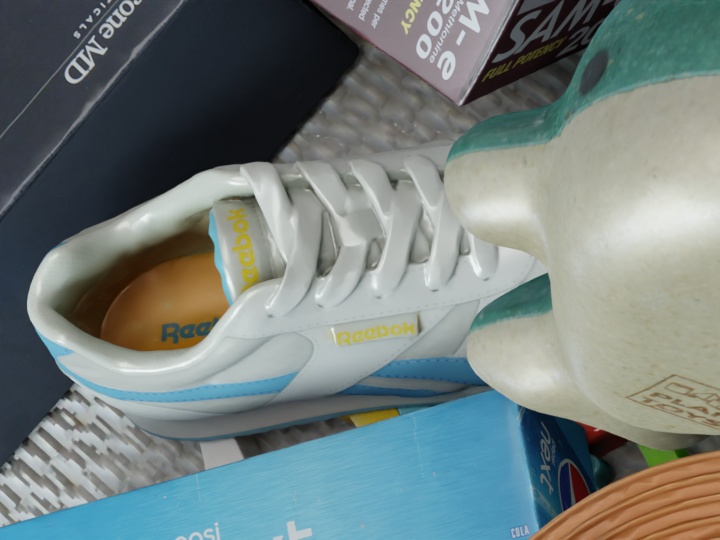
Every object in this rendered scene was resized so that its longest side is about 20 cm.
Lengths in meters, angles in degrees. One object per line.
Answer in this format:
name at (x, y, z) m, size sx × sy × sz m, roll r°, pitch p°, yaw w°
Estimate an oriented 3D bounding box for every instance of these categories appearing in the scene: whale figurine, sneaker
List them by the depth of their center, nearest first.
whale figurine at (0.097, -0.016, 0.709) m, size 0.159 × 0.200 × 0.104 m, roll 17°, pitch 67°, yaw -12°
sneaker at (0.000, 0.000, 0.837) m, size 0.199 × 0.081 × 0.077 m, roll -19°, pitch 67°, yaw 17°

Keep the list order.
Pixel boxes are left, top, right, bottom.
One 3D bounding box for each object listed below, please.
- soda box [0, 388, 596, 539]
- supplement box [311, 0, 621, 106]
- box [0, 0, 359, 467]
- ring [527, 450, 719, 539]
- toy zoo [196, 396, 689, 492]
soda box at (-0.029, 0.095, 0.833) m, size 0.199 × 0.064 × 0.068 m, roll -16°, pitch 70°, yaw 19°
supplement box at (-0.010, -0.138, 0.862) m, size 0.200 × 0.109 × 0.061 m, roll 37°, pitch 121°, yaw 17°
box at (-0.139, -0.064, 0.924) m, size 0.200 × 0.104 × 0.182 m, roll -48°, pitch 63°, yaw 5°
ring at (0.097, 0.140, 0.696) m, size 0.200 × 0.019 × 0.201 m, roll -6°, pitch 74°, yaw 23°
toy zoo at (0.033, 0.065, 0.861) m, size 0.200 × 0.020 × 0.131 m, roll -33°, pitch 66°, yaw 13°
